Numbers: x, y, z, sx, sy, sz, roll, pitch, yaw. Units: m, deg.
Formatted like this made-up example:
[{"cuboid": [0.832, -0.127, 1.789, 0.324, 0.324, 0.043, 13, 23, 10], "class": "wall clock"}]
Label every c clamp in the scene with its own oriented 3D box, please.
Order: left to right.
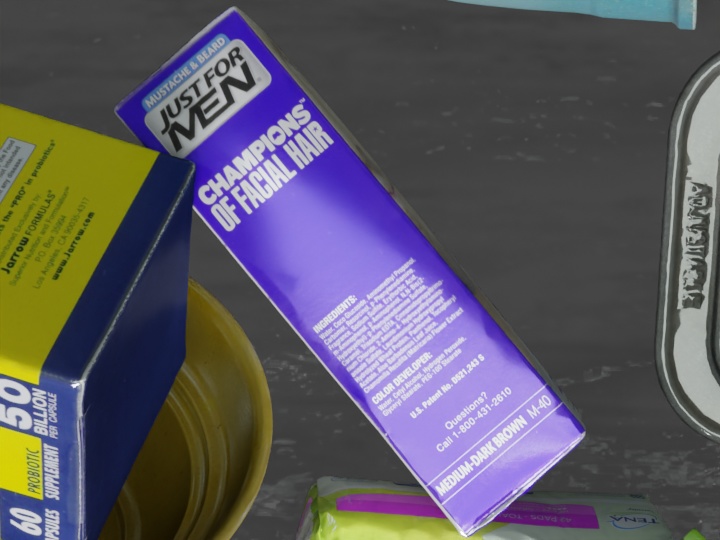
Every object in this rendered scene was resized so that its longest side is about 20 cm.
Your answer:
[{"cuboid": [0.206, -0.018, 0.880, 0.170, 0.027, 0.201, 8, 100, -5], "class": "c clamp"}]

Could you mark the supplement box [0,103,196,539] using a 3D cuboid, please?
[{"cuboid": [-0.170, 0.006, 0.755, 0.199, 0.110, 0.109, 17, 139, 8], "class": "supplement box"}]

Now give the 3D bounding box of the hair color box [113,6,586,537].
[{"cuboid": [0.000, 0.000, 0.806, 0.065, 0.109, 0.200, -41, 87, 3], "class": "hair color box"}]

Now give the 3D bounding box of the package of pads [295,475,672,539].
[{"cuboid": [0.039, 0.189, 0.887, 0.154, 0.068, 0.201, 4, 100, -5], "class": "package of pads"}]

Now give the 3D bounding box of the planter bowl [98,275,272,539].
[{"cuboid": [-0.136, 0.081, 0.824, 0.200, 0.201, 0.084, 3, 136, -4], "class": "planter bowl"}]

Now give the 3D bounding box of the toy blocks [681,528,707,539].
[{"cuboid": [0.065, 0.181, 0.770, 0.200, 0.137, 0.100, -45, 78, 3], "class": "toy blocks"}]

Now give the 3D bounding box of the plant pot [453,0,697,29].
[{"cuboid": [0.029, -0.187, 0.762, 0.187, 0.200, 0.201, 1, 101, 10], "class": "plant pot"}]
